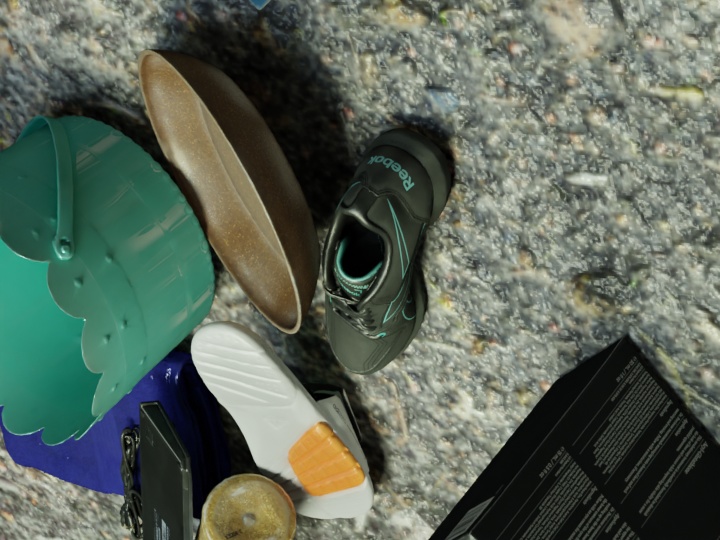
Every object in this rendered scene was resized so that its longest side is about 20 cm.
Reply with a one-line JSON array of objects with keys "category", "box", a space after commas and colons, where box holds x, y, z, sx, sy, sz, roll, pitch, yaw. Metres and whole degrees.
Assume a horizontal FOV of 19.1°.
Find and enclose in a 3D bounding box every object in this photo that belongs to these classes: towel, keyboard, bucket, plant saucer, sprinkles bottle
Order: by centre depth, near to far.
[{"category": "plant saucer", "box": [-0.076, -0.056, 1.346, 0.201, 0.037, 0.201, 55, 166, 22]}, {"category": "bucket", "box": [-0.207, 0.002, 1.454, 0.206, 0.135, 0.208, 29, 140, 27]}, {"category": "keyboard", "box": [-0.145, 0.177, 1.550, 0.127, 0.020, 0.201, 48, 145, 43]}, {"category": "sprinkles bottle", "box": [-0.092, 0.208, 1.555, 0.068, 0.068, 0.200, 38, 156, 7]}, {"category": "towel", "box": [-0.191, 0.103, 1.611, 0.199, 0.050, 0.149, 12, 126, 29]}]

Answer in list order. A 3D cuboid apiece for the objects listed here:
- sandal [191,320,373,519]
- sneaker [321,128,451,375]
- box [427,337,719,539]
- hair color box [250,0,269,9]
[{"category": "sandal", "box": [-0.044, 0.092, 1.470, 0.079, 0.059, 0.207, -6, 133, 28]}, {"category": "sneaker", "box": [0.000, 0.000, 1.349, 0.075, 0.079, 0.201, 27, 138, 17]}, {"category": "box", "box": [0.137, 0.160, 1.276, 0.141, 0.200, 0.079, 48, 138, -3]}, {"category": "hair color box", "box": [-0.001, -0.233, 1.144, 0.061, 0.100, 0.200, 46, 139, -5]}]
